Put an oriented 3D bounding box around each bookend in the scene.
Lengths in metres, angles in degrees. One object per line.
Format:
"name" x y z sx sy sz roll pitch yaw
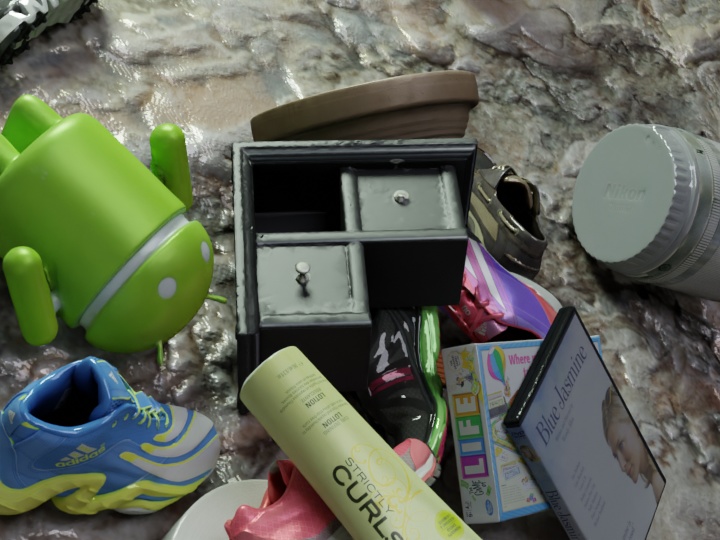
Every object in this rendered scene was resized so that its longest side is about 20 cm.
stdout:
"bookend" 0.000 0.000 1.113 0.196 0.093 0.201 -1 47 -4

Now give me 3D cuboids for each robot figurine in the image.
"robot figurine" -0.186 -0.026 1.012 0.200 0.116 0.176 44 52 -1

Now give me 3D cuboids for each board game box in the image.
"board game box" 0.143 0.124 1.180 0.199 0.034 0.136 1 80 -53

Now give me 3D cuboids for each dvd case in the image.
"dvd case" 0.188 0.150 1.188 0.201 0.017 0.143 59 42 -23

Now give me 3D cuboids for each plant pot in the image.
"plant pot" 0.011 -0.104 1.248 0.200 0.200 0.094 -12 90 -49

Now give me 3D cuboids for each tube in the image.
"tube" 0.005 0.134 0.923 0.200 0.058 0.052 48 8 18

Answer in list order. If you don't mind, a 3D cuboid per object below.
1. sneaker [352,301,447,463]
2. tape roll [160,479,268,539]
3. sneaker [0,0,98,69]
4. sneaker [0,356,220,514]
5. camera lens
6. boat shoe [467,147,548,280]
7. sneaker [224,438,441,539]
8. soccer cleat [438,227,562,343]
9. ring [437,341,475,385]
"sneaker" 0.023 0.098 1.144 0.083 0.077 0.202 1 50 -5
"tape roll" -0.047 0.232 0.952 0.201 0.037 0.204 26 39 -22
"sneaker" -0.270 -0.241 1.193 0.090 0.066 0.200 43 38 -4
"sneaker" -0.152 0.104 0.921 0.199 0.105 0.076 -6 57 -46
"camera lens" 0.340 -0.059 1.517 0.198 0.160 0.161 13 45 -35
"boat shoe" 0.139 -0.060 1.388 0.074 0.073 0.201 23 32 -30
"sneaker" -0.016 0.149 0.973 0.087 0.074 0.200 46 35 8
"soccer cleat" 0.094 0.020 1.251 0.199 0.068 0.074 32 41 -19
"ring" 0.055 0.015 1.288 0.199 0.019 0.202 27 39 -24
